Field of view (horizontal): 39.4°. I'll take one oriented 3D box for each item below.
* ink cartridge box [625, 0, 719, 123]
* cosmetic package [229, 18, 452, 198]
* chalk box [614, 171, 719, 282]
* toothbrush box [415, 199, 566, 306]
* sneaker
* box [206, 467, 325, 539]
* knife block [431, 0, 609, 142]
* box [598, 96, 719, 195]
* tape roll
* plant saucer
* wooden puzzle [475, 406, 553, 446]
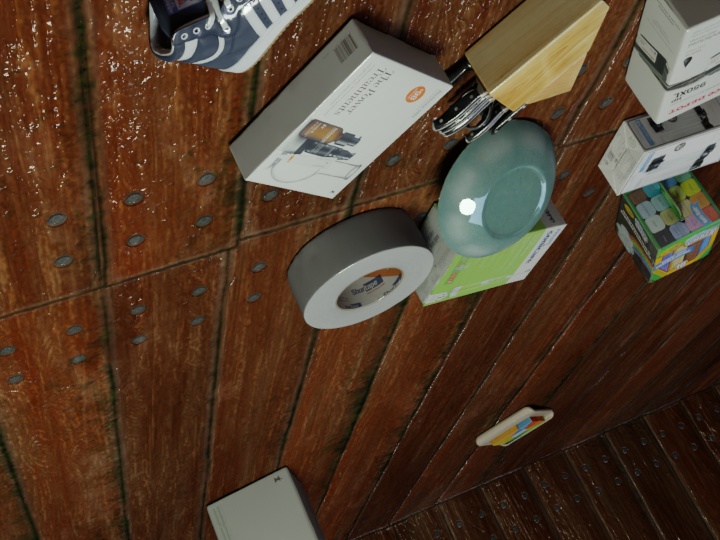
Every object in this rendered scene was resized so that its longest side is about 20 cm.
[{"bbox_3d":[0.419,-0.288,1.230,0.143,0.085,0.200,-24,157,-5],"label":"ink cartridge box"},{"bbox_3d":[-0.020,-0.164,1.069,0.200,0.052,0.150,-41,156,28],"label":"cosmetic package"},{"bbox_3d":[0.516,-0.088,1.682,0.123,0.126,0.200,-26,157,-2],"label":"chalk box"},{"bbox_3d":[0.179,-0.039,1.478,0.198,0.087,0.146,-12,151,-29],"label":"toothbrush box"},{"bbox_3d":[-0.100,-0.236,0.815,0.108,0.071,0.200,-5,151,-43],"label":"sneaker"},{"bbox_3d":[-0.193,0.570,2.174,0.198,0.200,0.172,-25,156,-4],"label":"box"},{"bbox_3d":[0.160,-0.229,1.104,0.174,0.064,0.201,-19,155,-19],"label":"knife block"},{"bbox_3d":[0.468,-0.193,1.502,0.198,0.060,0.117,-18,155,-19],"label":"box"},{"bbox_3d":[0.000,0.000,1.398,0.199,0.067,0.201,-23,157,-11],"label":"tape roll"},{"bbox_3d":[0.192,-0.098,1.327,0.199,0.039,0.203,-19,128,-25],"label":"plant saucer"},{"bbox_3d":[0.426,0.434,2.745,0.184,0.037,0.200,-36,155,19],"label":"wooden puzzle"}]
